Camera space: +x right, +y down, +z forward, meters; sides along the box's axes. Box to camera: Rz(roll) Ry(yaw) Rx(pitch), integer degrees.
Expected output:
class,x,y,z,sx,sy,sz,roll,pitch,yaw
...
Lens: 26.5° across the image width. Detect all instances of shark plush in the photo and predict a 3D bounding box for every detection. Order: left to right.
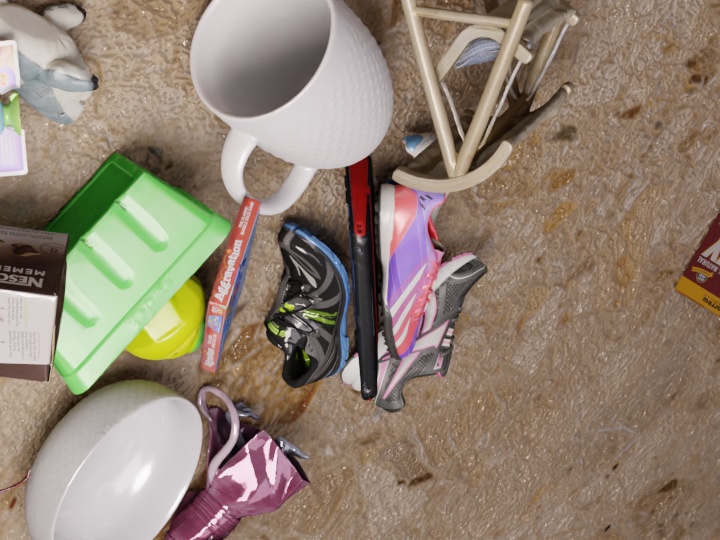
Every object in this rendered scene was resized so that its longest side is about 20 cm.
class,x,y,z,sx,sy,sz,roll,pitch,yaw
shark plush,-0.295,-0.167,1.222,0.199,0.092,0.083,4,143,-48

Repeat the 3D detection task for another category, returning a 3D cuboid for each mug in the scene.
class,x,y,z,sx,sy,sz,roll,pitch,yaw
mug,-0.059,-0.146,1.376,0.202,0.147,0.175,-63,148,-5

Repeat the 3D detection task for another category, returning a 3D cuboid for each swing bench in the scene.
class,x,y,z,sx,sy,sz,roll,pitch,yaw
swing bench,0.127,-0.194,1.468,0.199,0.128,0.203,-44,140,-56

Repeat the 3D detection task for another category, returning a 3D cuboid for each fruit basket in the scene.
class,x,y,z,sx,sy,sz,roll,pitch,yaw
fruit basket,-0.199,0.023,1.379,0.213,0.155,0.219,-8,108,-24

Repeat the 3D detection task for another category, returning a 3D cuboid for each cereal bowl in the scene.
class,x,y,z,sx,sy,sz,roll,pitch,yaw
cereal bowl,-0.246,0.188,1.457,0.200,0.083,0.202,-42,149,-33

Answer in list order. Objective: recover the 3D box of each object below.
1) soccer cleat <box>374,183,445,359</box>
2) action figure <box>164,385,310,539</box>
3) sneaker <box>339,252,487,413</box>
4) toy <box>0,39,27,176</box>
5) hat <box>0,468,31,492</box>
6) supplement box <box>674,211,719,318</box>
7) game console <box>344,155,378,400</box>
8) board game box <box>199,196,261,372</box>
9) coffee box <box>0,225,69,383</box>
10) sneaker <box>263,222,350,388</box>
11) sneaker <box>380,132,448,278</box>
class,x,y,z,sx,sy,sz,roll,pitch,yaw
soccer cleat,0.053,0.004,1.564,0.072,0.068,0.202,-2,119,3
action figure,-0.144,0.246,1.565,0.201,0.133,0.149,-52,137,-6
sneaker,0.074,0.073,1.668,0.200,0.086,0.080,-47,173,2
toy,-0.357,-0.109,1.171,0.197,0.047,0.117,-9,122,-18
hat,-0.438,0.225,1.343,0.167,0.199,0.176,-60,177,26
supplement box,0.560,-0.004,2.034,0.199,0.132,0.199,22,100,-47
game console,0.000,0.000,1.520,0.031,0.178,0.202,-2,123,3
board game box,-0.122,0.018,1.411,0.200,0.019,0.104,112,-7,-68
coffee box,-0.334,0.017,1.201,0.197,0.113,0.081,8,115,-9
sneaker,-0.058,0.042,1.558,0.082,0.070,0.202,-32,136,-31
sneaker,0.048,-0.054,1.606,0.071,0.072,0.202,13,118,-9
